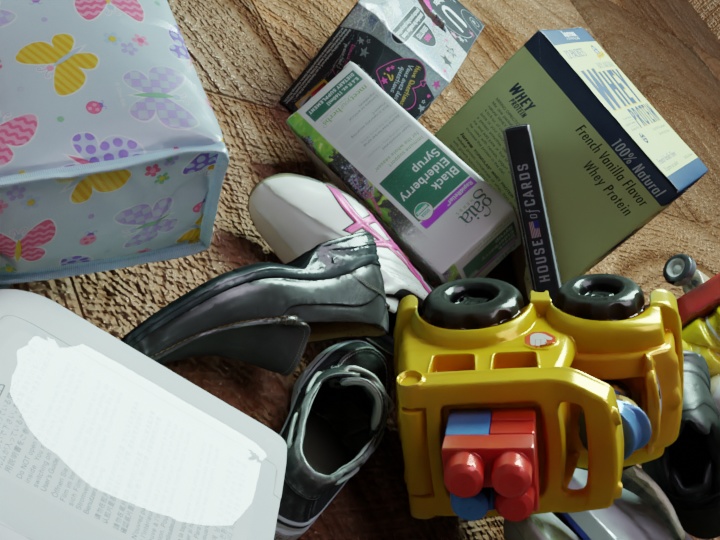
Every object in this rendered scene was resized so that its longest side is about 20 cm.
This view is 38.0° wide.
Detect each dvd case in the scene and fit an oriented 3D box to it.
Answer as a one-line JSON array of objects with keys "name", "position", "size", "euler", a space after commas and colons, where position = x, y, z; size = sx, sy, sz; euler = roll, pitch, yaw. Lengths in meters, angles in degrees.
[{"name": "dvd case", "position": [0.147, -0.037, 0.876], "size": [0.200, 0.025, 0.151], "euler": [-8, 87, -81]}]

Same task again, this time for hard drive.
[{"name": "hard drive", "position": [0.235, 0.228, 0.814], "size": [0.132, 0.025, 0.200], "euler": [16, 24, -45]}]

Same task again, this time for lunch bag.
[{"name": "lunch bag", "position": [-0.199, -0.084, 0.605], "size": [0.199, 0.127, 0.170], "euler": [-12, 61, -27]}]

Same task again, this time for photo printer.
[{"name": "photo printer", "position": [-0.138, 0.107, 0.511], "size": [0.200, 0.069, 0.167], "euler": [34, 33, -20]}]

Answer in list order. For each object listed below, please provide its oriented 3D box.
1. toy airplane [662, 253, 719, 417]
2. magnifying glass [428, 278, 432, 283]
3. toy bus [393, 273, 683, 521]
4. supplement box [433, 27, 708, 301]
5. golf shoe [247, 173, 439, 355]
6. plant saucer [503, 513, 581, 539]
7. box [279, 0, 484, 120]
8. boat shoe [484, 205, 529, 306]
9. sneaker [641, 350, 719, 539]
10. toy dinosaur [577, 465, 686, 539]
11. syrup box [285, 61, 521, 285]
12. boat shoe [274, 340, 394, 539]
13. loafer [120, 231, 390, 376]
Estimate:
[{"name": "toy airplane", "position": [0.284, 0.100, 0.928], "size": [0.199, 0.200, 0.141], "euler": [-16, 31, -13]}, {"name": "magnifying glass", "position": [0.080, 0.013, 0.943], "size": [0.200, 0.022, 0.080], "euler": [22, 40, -39]}, {"name": "toy bus", "position": [0.115, 0.095, 0.671], "size": [0.192, 0.199, 0.136], "euler": [-71, 156, -69]}, {"name": "supplement box", "position": [0.191, -0.100, 1.038], "size": [0.200, 0.200, 0.134], "euler": [51, 31, 9]}, {"name": "golf shoe", "position": [0.000, 0.000, 0.785], "size": [0.200, 0.073, 0.092], "euler": [38, 9, -12]}, {"name": "plant saucer", "position": [0.157, 0.236, 0.707], "size": [0.200, 0.050, 0.200], "euler": [44, 4, -4]}, {"name": "box", "position": [0.029, -0.206, 1.027], "size": [0.115, 0.132, 0.200], "euler": [40, 31, -8]}, {"name": "boat shoe", "position": [0.110, 0.039, 0.894], "size": [0.070, 0.070, 0.201], "euler": [-4, 67, -12]}, {"name": "sneaker", "position": [0.265, 0.162, 0.849], "size": [0.091, 0.076, 0.200], "euler": [-85, 154, -52]}, {"name": "toy dinosaur", "position": [0.179, 0.123, 0.814], "size": [0.200, 0.088, 0.047], "euler": [29, 8, 12]}, {"name": "syrup box", "position": [0.036, -0.073, 0.869], "size": [0.200, 0.079, 0.081], "euler": [46, -4, 25]}, {"name": "boat shoe", "position": [-0.009, 0.098, 0.680], "size": [0.072, 0.071, 0.200], "euler": [42, 30, -7]}, {"name": "loafer", "position": [-0.058, 0.033, 0.675], "size": [0.200, 0.073, 0.073], "euler": [-20, 84, -34]}]
